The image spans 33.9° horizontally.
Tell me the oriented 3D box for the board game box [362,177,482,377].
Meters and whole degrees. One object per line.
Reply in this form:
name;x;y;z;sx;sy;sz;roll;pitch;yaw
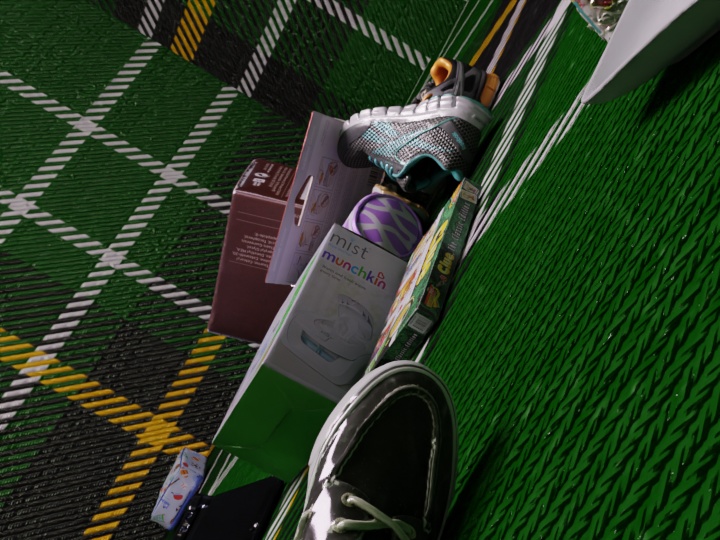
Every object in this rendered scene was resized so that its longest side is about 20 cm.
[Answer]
board game box;0.053;0.011;0.993;0.105;0.023;0.200;-54;7;37

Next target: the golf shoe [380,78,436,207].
golf shoe;0.080;-0.154;1.440;0.200;0.077;0.088;-60;-3;-6

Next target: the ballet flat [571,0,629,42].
ballet flat;0.194;-0.235;0.745;0.200;0.064;0.076;-60;4;-10

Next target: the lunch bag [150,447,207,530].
lunch bag;-0.414;0.500;2.695;0.160;0.076;0.200;-62;5;7

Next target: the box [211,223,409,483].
box;-0.046;0.085;1.149;0.177;0.097;0.200;-65;6;-34

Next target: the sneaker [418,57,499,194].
sneaker;0.093;-0.164;1.335;0.078;0.077;0.200;-52;11;49

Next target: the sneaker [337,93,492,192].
sneaker;0.045;-0.124;1.245;0.200;0.078;0.091;-9;63;46

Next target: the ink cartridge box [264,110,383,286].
ink cartridge box;-0.047;-0.076;1.353;0.174;0.044;0.200;10;-82;-57

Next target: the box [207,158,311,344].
box;-0.093;-0.019;1.553;0.166;0.164;0.200;-77;0;-71

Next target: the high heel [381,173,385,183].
high heel;0.072;-0.153;1.515;0.200;0.071;0.143;-55;-1;-27

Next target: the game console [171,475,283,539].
game console;-0.152;0.331;1.220;0.200;0.116;0.176;-64;-24;-50

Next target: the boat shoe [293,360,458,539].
boat shoe;0.002;0.130;0.524;0.064;0.071;0.200;130;162;-69

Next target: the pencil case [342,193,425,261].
pencil case;0.000;0.000;1.242;0.200;0.085;0.084;-52;16;53

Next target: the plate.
plate;0.198;-0.187;0.589;0.200;0.032;0.200;-61;6;-18

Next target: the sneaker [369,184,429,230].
sneaker;0.020;-0.028;1.312;0.090;0.075;0.200;-60;-4;-13
